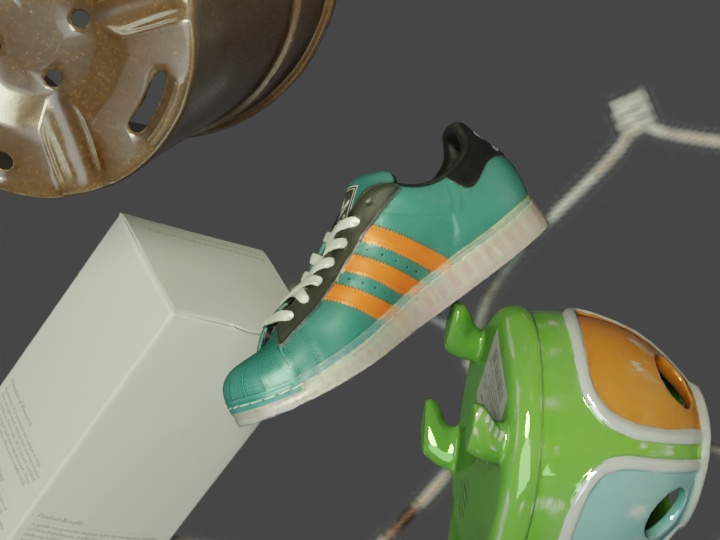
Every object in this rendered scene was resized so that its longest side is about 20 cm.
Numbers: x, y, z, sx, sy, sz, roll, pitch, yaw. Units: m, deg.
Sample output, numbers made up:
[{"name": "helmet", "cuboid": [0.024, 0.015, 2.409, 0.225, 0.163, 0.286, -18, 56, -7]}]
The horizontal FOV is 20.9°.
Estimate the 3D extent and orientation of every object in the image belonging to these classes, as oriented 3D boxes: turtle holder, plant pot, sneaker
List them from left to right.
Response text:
[{"name": "plant pot", "cuboid": [-0.127, -0.133, 0.937, 0.200, 0.198, 0.201, 4, 111, 11]}, {"name": "sneaker", "cuboid": [0.000, 0.000, 0.994, 0.200, 0.071, 0.080, -37, 95, -21]}, {"name": "turtle holder", "cuboid": [0.104, 0.110, 1.013, 0.132, 0.141, 0.186, 5, 102, -8]}]

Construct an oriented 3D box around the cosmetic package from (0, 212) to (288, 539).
[{"name": "cosmetic package", "cuboid": [-0.127, 0.077, 1.051, 0.108, 0.085, 0.200, 17, 119, -43]}]
